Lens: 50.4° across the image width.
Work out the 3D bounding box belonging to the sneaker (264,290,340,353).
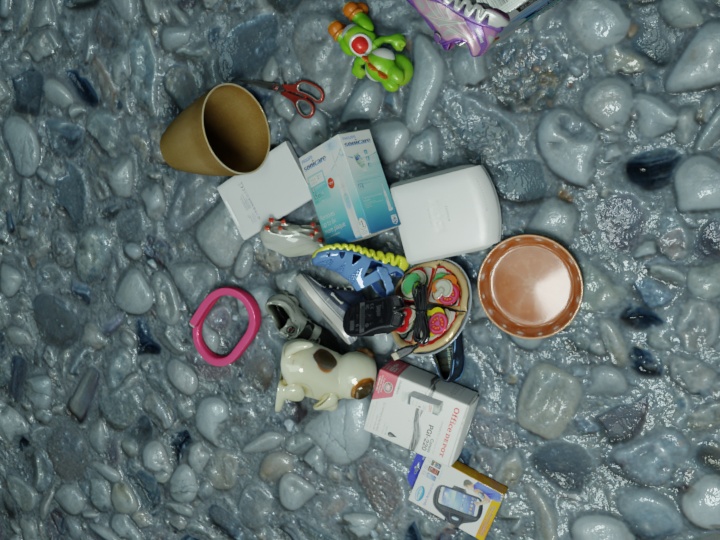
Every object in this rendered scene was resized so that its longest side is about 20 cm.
[{"bbox_3d":[-0.132,0.133,1.637,0.200,0.088,0.074,42,111,9],"label":"sneaker"}]

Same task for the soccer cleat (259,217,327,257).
[{"bbox_3d":[-0.115,-0.060,1.613,0.199,0.069,0.078,11,134,14],"label":"soccer cleat"}]

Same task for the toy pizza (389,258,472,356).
[{"bbox_3d":[0.126,0.067,1.485,0.199,0.032,0.201,-20,58,35],"label":"toy pizza"}]

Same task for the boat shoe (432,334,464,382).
[{"bbox_3d":[0.168,0.122,1.516,0.084,0.069,0.201,-19,89,26],"label":"boat shoe"}]

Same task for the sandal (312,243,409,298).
[{"bbox_3d":[0.000,0.000,1.507,0.199,0.079,0.088,11,77,-14],"label":"sandal"}]

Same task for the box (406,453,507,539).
[{"bbox_3d":[0.190,0.457,1.584,0.199,0.041,0.120,24,108,15],"label":"box"}]

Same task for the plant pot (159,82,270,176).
[{"bbox_3d":[-0.325,-0.278,1.609,0.199,0.186,0.188,-7,97,38],"label":"plant pot"}]

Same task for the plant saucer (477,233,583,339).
[{"bbox_3d":[0.323,0.030,1.457,0.199,0.032,0.202,4,101,21],"label":"plant saucer"}]

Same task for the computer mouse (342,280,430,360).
[{"bbox_3d":[0.056,0.114,1.480,0.199,0.046,0.141,-21,59,29],"label":"computer mouse"}]

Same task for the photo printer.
[{"bbox_3d":[0.169,-0.110,1.475,0.199,0.069,0.167,-11,95,24],"label":"photo printer"}]

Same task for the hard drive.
[{"bbox_3d":[-0.202,-0.170,1.645,0.199,0.025,0.132,-29,88,25],"label":"hard drive"}]

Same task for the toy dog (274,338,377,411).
[{"bbox_3d":[-0.064,0.202,1.561,0.199,0.140,0.195,8,129,-4],"label":"toy dog"}]

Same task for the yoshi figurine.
[{"bbox_3d":[0.031,-0.421,1.481,0.112,0.113,0.200,-29,69,-15],"label":"yoshi figurine"}]

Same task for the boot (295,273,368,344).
[{"bbox_3d":[-0.048,0.060,1.607,0.090,0.073,0.200,-38,64,-12],"label":"boot"}]

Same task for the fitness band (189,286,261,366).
[{"bbox_3d":[-0.309,0.126,1.737,0.144,0.037,0.200,42,113,11],"label":"fitness band"}]

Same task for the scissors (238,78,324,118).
[{"bbox_3d":[-0.164,-0.386,1.599,0.199,0.014,0.073,31,112,16],"label":"scissors"}]

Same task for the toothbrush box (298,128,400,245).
[{"bbox_3d":[-0.023,-0.158,1.508,0.146,0.085,0.201,-17,90,52],"label":"toothbrush box"}]

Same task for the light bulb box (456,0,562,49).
[{"bbox_3d":[0.241,-0.482,1.308,0.198,0.200,0.125,-30,89,25],"label":"light bulb box"}]

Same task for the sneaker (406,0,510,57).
[{"bbox_3d":[0.133,-0.403,1.220,0.199,0.080,0.089,29,118,13],"label":"sneaker"}]

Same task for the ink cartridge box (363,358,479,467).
[{"bbox_3d":[0.123,0.288,1.558,0.199,0.085,0.147,20,107,17],"label":"ink cartridge box"}]
